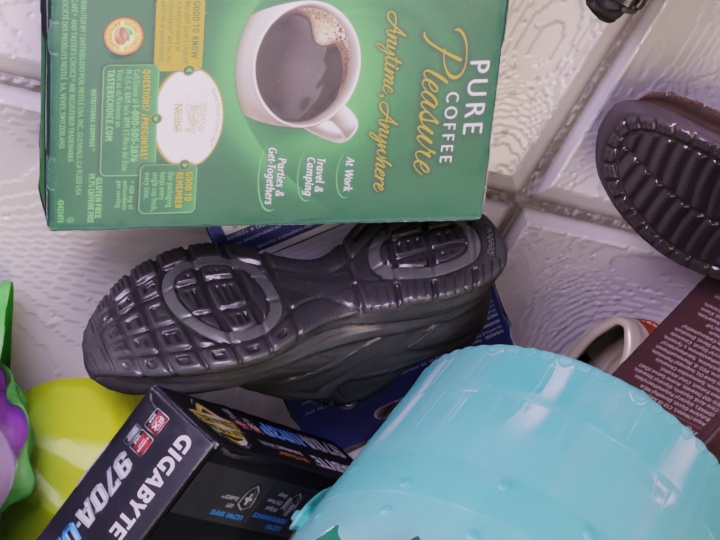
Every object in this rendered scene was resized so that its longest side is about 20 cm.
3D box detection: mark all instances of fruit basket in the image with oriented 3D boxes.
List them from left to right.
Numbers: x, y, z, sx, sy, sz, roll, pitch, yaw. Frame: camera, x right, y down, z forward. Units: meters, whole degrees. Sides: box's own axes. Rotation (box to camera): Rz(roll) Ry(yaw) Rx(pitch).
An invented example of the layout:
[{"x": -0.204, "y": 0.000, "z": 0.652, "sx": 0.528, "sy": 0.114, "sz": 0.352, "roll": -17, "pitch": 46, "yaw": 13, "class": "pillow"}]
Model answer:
[{"x": -0.165, "y": 0.113, "z": 1.183, "sx": 0.215, "sy": 0.156, "sz": 0.216, "roll": 0, "pitch": 129, "yaw": 0, "class": "fruit basket"}]

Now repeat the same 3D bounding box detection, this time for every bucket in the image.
[{"x": 0.071, "y": 0.142, "z": 1.149, "sx": 0.135, "sy": 0.207, "sz": 0.208, "roll": -56, "pitch": 146, "yaw": -34, "class": "bucket"}]

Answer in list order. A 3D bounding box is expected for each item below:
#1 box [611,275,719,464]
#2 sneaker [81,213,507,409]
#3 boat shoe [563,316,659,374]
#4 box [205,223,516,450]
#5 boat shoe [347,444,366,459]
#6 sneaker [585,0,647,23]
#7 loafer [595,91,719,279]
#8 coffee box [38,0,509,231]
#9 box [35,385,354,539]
[{"x": 0.189, "y": 0.065, "z": 1.266, "sx": 0.200, "sy": 0.075, "sz": 0.100, "roll": -44, "pitch": 140, "yaw": -25, "class": "box"}, {"x": -0.028, "y": 0.032, "z": 1.166, "sx": 0.199, "sy": 0.076, "sz": 0.091, "roll": -10, "pitch": 141, "yaw": -9, "class": "sneaker"}, {"x": 0.095, "y": 0.105, "z": 1.317, "sx": 0.200, "sy": 0.071, "sz": 0.062, "roll": -50, "pitch": 144, "yaw": 15, "class": "boat shoe"}, {"x": 0.000, "y": 0.000, "z": 1.216, "sx": 0.121, "sy": 0.032, "sz": 0.200, "roll": -23, "pitch": 133, "yaw": -2, "class": "box"}, {"x": -0.003, "y": 0.140, "z": 1.296, "sx": 0.200, "sy": 0.069, "sz": 0.072, "roll": -28, "pitch": 159, "yaw": 9, "class": "boat shoe"}, {"x": 0.142, "y": -0.160, "z": 1.101, "sx": 0.199, "sy": 0.077, "sz": 0.111, "roll": 8, "pitch": 123, "yaw": -26, "class": "sneaker"}, {"x": 0.206, "y": -0.030, "z": 1.221, "sx": 0.200, "sy": 0.071, "sz": 0.073, "roll": 28, "pitch": 128, "yaw": -1, "class": "loafer"}, {"x": -0.039, "y": -0.080, "z": 1.095, "sx": 0.199, "sy": 0.044, "sz": 0.123, "roll": -3, "pitch": 120, "yaw": -12, "class": "coffee box"}, {"x": -0.085, "y": 0.141, "z": 1.178, "sx": 0.159, "sy": 0.046, "sz": 0.200, "roll": -52, "pitch": 155, "yaw": 5, "class": "box"}]
